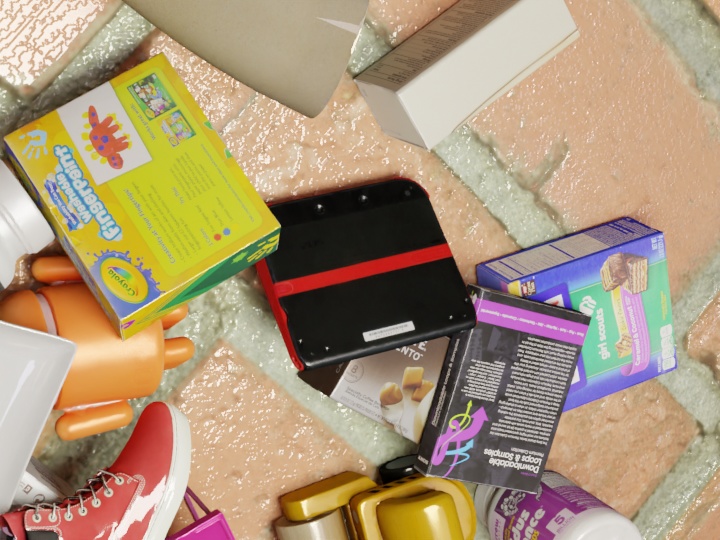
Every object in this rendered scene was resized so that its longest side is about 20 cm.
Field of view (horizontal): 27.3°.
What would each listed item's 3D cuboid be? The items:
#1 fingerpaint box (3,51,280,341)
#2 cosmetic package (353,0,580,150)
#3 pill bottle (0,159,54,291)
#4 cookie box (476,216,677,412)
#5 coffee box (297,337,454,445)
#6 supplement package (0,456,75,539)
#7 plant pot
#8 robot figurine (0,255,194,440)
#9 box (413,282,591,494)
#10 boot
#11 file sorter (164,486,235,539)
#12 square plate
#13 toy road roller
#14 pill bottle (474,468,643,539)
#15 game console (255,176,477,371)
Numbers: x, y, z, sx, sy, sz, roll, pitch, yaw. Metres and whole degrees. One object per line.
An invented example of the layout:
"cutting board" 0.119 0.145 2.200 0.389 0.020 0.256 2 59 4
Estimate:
"fingerpaint box" -0.195 -0.066 1.329 0.167 0.073 0.200 -32 78 -16
"cosmetic package" 0.105 -0.212 1.473 0.200 0.104 0.073 -38 117 -11
"pill bottle" -0.375 -0.008 1.288 0.200 0.116 0.116 -37 116 -12
"cookie box" 0.239 0.053 1.625 0.200 0.075 0.171 -18 112 -20
"coffee box" 0.053 0.112 1.547 0.200 0.080 0.114 31 88 -30
"supplement package" -0.356 0.267 1.371 0.200 0.117 0.117 -48 119 -6
"plant pot" -0.107 -0.257 1.330 0.200 0.187 0.187 18 96 -14
"robot figurine" -0.258 0.066 1.367 0.200 0.117 0.144 -7 119 -25
"box" 0.147 0.125 1.533 0.143 0.036 0.200 14 94 -29
"boot" -0.238 0.197 1.316 0.144 0.072 0.200 27 74 -35
"file sorter" -0.215 0.321 1.450 0.200 0.125 0.139 -29 113 -17
"square plate" -0.366 0.119 1.248 0.200 0.028 0.198 21 96 -30
"toy road roller" 0.025 0.273 1.530 0.200 0.146 0.123 -17 96 -19
"pill bottle" 0.206 0.279 1.598 0.112 0.200 0.112 -7 106 -25
"game console" 0.000 0.000 1.464 0.200 0.031 0.177 -13 71 -22
